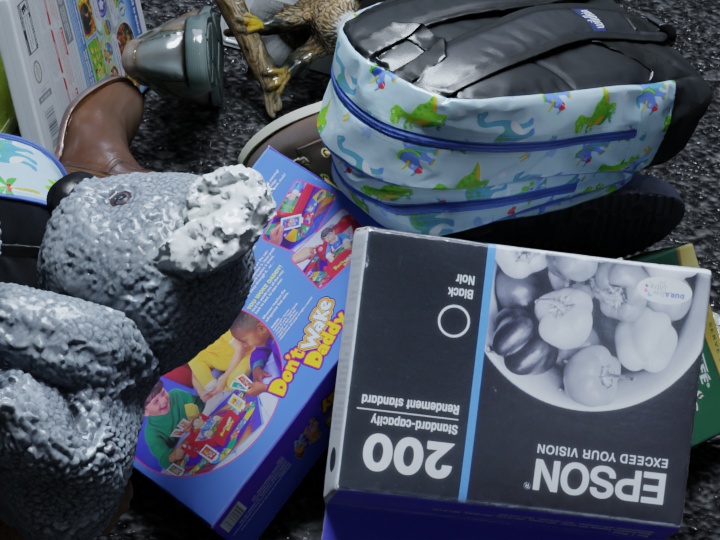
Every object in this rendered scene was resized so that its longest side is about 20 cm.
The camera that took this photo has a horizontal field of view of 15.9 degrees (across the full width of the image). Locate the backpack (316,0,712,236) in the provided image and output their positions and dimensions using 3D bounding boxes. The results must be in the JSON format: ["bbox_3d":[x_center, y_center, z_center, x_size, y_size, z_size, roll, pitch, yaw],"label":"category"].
[{"bbox_3d":[0.071,-0.099,1.479,0.200,0.154,0.163,-2,36,-50],"label":"backpack"}]

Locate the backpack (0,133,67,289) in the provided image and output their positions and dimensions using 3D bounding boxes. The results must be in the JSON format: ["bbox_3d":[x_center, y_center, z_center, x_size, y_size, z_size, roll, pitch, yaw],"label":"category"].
[{"bbox_3d":[-0.258,-0.002,1.502,0.199,0.184,0.147,1,31,-22],"label":"backpack"}]

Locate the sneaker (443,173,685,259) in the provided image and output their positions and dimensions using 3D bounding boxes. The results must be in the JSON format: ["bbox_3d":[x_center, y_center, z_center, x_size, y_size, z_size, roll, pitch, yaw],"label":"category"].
[{"bbox_3d":[0.099,-0.051,1.567,0.199,0.070,0.082,-1,50,-22],"label":"sneaker"}]

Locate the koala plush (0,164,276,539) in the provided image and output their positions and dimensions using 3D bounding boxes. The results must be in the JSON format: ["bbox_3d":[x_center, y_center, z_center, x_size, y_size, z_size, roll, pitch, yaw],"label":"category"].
[{"bbox_3d":[-0.133,0.023,1.329,0.200,0.177,0.184,-36,84,-21],"label":"koala plush"}]

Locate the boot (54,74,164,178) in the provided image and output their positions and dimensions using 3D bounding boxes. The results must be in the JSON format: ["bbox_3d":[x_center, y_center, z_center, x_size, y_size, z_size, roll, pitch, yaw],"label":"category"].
[{"bbox_3d":[-0.115,-0.058,1.710,0.199,0.064,0.187,6,44,24],"label":"boot"}]

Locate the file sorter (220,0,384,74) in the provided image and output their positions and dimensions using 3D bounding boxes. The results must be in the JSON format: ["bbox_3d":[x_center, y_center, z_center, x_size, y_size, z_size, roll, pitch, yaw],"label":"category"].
[{"bbox_3d":[0.010,-0.234,2.016,0.199,0.139,0.125,16,28,13],"label":"file sorter"}]

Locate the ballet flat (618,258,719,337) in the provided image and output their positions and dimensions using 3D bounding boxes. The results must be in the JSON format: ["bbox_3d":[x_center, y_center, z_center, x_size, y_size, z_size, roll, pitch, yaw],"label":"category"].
[{"bbox_3d":[0.167,0.030,1.676,0.200,0.072,0.072,29,36,32],"label":"ballet flat"}]

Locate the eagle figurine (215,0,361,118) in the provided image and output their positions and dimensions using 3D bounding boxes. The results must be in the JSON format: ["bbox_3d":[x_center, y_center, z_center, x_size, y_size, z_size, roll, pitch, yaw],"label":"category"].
[{"bbox_3d":[0.002,-0.195,1.908,0.200,0.152,0.151,-27,59,-5],"label":"eagle figurine"}]

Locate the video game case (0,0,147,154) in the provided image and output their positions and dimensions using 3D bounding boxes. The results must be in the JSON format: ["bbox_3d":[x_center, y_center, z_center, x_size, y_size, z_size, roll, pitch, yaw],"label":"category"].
[{"bbox_3d":[-0.201,-0.163,1.835,0.018,0.144,0.200,-2,26,20],"label":"video game case"}]

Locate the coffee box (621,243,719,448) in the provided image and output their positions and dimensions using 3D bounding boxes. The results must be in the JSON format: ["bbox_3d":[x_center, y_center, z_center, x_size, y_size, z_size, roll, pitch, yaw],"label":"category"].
[{"bbox_3d":[0.148,0.060,1.534,0.044,0.123,0.200,-16,-1,40],"label":"coffee box"}]

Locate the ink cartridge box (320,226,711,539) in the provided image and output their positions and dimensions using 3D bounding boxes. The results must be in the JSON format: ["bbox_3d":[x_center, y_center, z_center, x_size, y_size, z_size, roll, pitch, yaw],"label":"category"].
[{"bbox_3d":[0.084,0.086,1.423,0.197,0.201,0.043,7,0,-6],"label":"ink cartridge box"}]

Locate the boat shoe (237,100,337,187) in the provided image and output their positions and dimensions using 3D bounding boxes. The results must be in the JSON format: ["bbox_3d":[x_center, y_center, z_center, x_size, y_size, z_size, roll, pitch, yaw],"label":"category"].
[{"bbox_3d":[0.001,-0.086,1.733,0.072,0.200,0.060,11,61,-55],"label":"boat shoe"}]

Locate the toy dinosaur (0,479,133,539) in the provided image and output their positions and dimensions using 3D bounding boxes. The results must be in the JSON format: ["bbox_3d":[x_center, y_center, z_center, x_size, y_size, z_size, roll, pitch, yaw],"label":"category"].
[{"bbox_3d":[-0.195,0.132,1.397,0.135,0.086,0.200,-12,51,-14],"label":"toy dinosaur"}]

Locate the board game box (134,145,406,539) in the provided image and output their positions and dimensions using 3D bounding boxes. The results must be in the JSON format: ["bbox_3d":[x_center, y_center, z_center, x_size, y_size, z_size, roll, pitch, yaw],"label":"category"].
[{"bbox_3d":[-0.059,0.043,1.486,0.134,0.045,0.200,33,82,35],"label":"board game box"}]

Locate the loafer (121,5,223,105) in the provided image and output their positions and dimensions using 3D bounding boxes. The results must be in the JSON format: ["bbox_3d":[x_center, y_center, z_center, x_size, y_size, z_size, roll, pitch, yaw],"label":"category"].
[{"bbox_3d":[-0.133,-0.155,1.855,0.063,0.072,0.200,-3,1,0],"label":"loafer"}]

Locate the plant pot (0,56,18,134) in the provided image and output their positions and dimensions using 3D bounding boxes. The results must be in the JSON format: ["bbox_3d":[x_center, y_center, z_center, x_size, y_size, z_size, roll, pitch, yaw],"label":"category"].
[{"bbox_3d":[-0.357,-0.168,1.789,0.189,0.201,0.200,13,27,34],"label":"plant pot"}]
